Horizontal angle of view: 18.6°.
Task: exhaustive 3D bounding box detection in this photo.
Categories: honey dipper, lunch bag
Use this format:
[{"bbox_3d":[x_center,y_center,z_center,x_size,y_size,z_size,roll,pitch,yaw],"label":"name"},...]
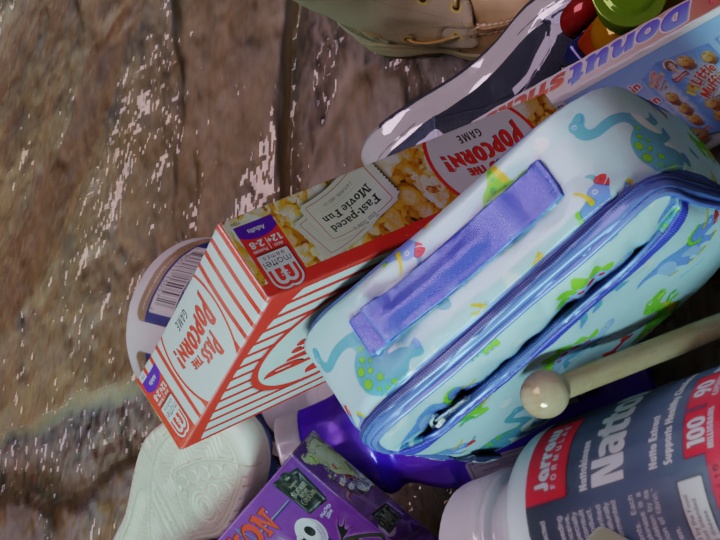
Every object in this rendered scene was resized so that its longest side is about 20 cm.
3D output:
[{"bbox_3d":[0.157,0.030,1.040,0.038,0.200,0.038,32,131,47],"label":"honey dipper"},{"bbox_3d":[0.079,0.007,1.034,0.200,0.161,0.083,-42,67,16],"label":"lunch bag"}]

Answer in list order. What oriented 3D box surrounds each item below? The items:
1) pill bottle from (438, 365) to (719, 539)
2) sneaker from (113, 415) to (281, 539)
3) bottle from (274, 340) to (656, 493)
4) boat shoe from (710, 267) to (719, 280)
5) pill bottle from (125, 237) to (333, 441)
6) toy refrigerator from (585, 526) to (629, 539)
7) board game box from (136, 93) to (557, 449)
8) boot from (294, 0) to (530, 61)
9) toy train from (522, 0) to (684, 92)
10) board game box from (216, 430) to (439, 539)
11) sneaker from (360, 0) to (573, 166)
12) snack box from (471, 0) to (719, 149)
[{"bbox_3d":[0.140,0.120,1.066,0.200,0.119,0.120,-23,57,38],"label":"pill bottle"},{"bbox_3d":[-0.071,0.122,1.270,0.077,0.111,0.200,46,140,18],"label":"sneaker"},{"bbox_3d":[0.055,0.072,1.162,0.200,0.065,0.084,-18,49,8],"label":"bottle"},{"bbox_3d":[0.240,-0.073,1.093,0.202,0.075,0.075,-35,42,21],"label":"boat shoe"},{"bbox_3d":[-0.039,0.046,1.296,0.200,0.111,0.111,12,82,48],"label":"pill bottle"},{"bbox_3d":[0.167,0.198,0.957,0.200,0.076,0.070,29,112,14],"label":"toy refrigerator"},{"bbox_3d":[0.000,0.000,1.082,0.046,0.200,0.152,56,147,17],"label":"board game box"},{"bbox_3d":[0.022,-0.182,1.300,0.200,0.155,0.073,4,76,47],"label":"boot"},{"bbox_3d":[0.134,-0.121,1.131,0.200,0.116,0.085,-37,74,-3],"label":"toy train"},{"bbox_3d":[-0.032,0.183,1.182,0.120,0.032,0.200,43,132,5],"label":"board game box"},{"bbox_3d":[0.111,-0.066,1.221,0.202,0.077,0.146,-39,56,17],"label":"sneaker"},{"bbox_3d":[0.148,-0.086,1.093,0.200,0.072,0.024,-28,32,38],"label":"snack box"}]
